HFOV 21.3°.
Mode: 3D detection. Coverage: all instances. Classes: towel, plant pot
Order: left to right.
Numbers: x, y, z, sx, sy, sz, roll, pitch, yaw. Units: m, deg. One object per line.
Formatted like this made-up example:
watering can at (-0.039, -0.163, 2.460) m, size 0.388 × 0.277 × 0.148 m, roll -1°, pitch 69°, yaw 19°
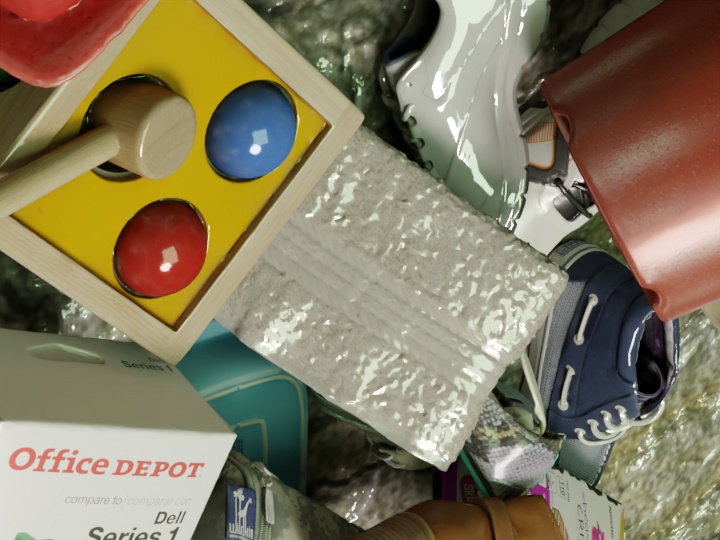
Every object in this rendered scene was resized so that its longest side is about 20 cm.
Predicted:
towel at (0.000, 0.000, 1.020) m, size 0.200 × 0.034 × 0.133 m, roll 34°, pitch 90°, yaw -6°
plant pot at (0.213, -0.081, 1.023) m, size 0.195 × 0.201 × 0.201 m, roll -27°, pitch 134°, yaw 9°

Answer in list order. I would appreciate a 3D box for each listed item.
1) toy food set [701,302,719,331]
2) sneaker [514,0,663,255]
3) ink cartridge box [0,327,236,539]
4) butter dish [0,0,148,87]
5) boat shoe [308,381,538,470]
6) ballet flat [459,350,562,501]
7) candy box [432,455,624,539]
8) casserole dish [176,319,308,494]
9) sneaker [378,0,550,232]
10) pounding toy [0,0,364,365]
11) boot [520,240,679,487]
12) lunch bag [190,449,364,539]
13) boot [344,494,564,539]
toy food set at (0.287, -0.064, 1.272) m, size 0.143 × 0.060 × 0.201 m, roll -31°, pitch 133°, yaw -21°
sneaker at (0.138, -0.072, 1.137) m, size 0.200 × 0.080 × 0.074 m, roll -54°, pitch 137°, yaw 2°
ink cartridge box at (-0.167, 0.136, 0.916) m, size 0.146 × 0.084 × 0.201 m, roll 7°, pitch 114°, yaw -45°
butter dish at (-0.135, -0.204, 0.741) m, size 0.200 × 0.148 × 0.200 m, roll 40°, pitch 87°, yaw -5°
boat shoe at (0.037, 0.093, 1.158) m, size 0.200 × 0.072 × 0.062 m, roll 19°, pitch 108°, yaw -45°
ballet flat at (0.048, 0.036, 1.076) m, size 0.072 × 0.072 × 0.201 m, roll -36°, pitch 95°, yaw -17°
candy box at (0.109, 0.194, 1.182) m, size 0.200 × 0.061 × 0.137 m, roll 34°, pitch 52°, yaw -60°
casserole dish at (-0.080, 0.121, 1.101) m, size 0.121 × 0.039 × 0.201 m, roll -17°, pitch 124°, yaw -31°
sneaker at (0.048, -0.092, 1.070) m, size 0.087 × 0.074 × 0.201 m, roll -6°, pitch 112°, yaw -23°
pounding toy at (-0.122, -0.059, 0.886) m, size 0.184 × 0.142 × 0.200 m, roll -53°, pitch 135°, yaw -2°
boot at (0.154, 0.086, 1.233) m, size 0.073 × 0.090 × 0.201 m, roll -22°, pitch 127°, yaw -28°
lunch bag at (-0.056, 0.202, 1.054) m, size 0.200 × 0.139 × 0.168 m, roll 36°, pitch 72°, yaw -47°
boot at (0.054, 0.221, 1.022) m, size 0.155 × 0.077 × 0.201 m, roll -8°, pitch 87°, yaw -42°
